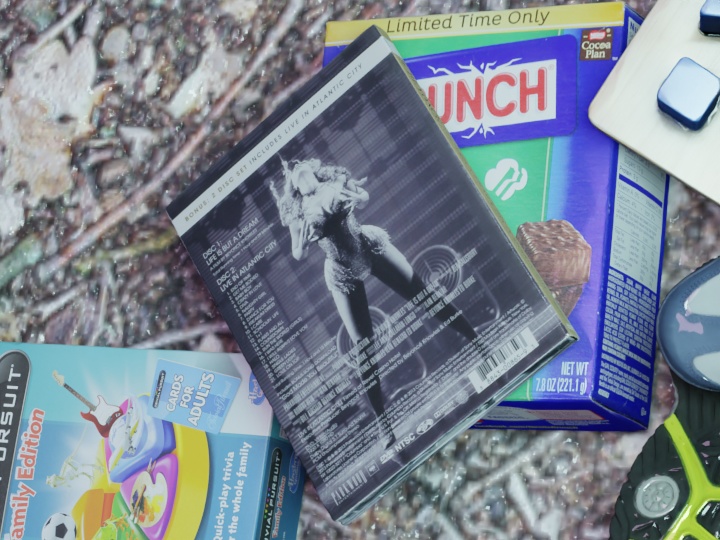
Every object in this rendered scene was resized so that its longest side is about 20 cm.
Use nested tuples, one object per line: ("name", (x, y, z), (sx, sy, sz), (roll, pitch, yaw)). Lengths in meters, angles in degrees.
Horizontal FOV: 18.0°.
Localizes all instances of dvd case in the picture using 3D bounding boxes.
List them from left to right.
("dvd case", (0.000, 0.000, 1.101), (0.149, 0.016, 0.200), (-40, 61, 17))

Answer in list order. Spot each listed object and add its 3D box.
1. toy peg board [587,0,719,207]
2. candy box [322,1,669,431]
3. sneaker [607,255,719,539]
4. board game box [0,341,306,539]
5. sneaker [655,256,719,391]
("toy peg board", (0.235, -0.102, 1.003), (0.199, 0.098, 0.200), (33, 92, 7))
("candy box", (0.062, -0.026, 1.127), (0.169, 0.077, 0.201), (-2, 74, 29))
("sneaker", (0.166, 0.091, 1.011), (0.075, 0.076, 0.200), (5, 59, 32))
("board game box", (-0.128, 0.118, 1.205), (0.199, 0.047, 0.151), (1, 76, 28))
("sneaker", (0.207, 0.018, 0.923), (0.200, 0.082, 0.070), (-8, 94, 27))
